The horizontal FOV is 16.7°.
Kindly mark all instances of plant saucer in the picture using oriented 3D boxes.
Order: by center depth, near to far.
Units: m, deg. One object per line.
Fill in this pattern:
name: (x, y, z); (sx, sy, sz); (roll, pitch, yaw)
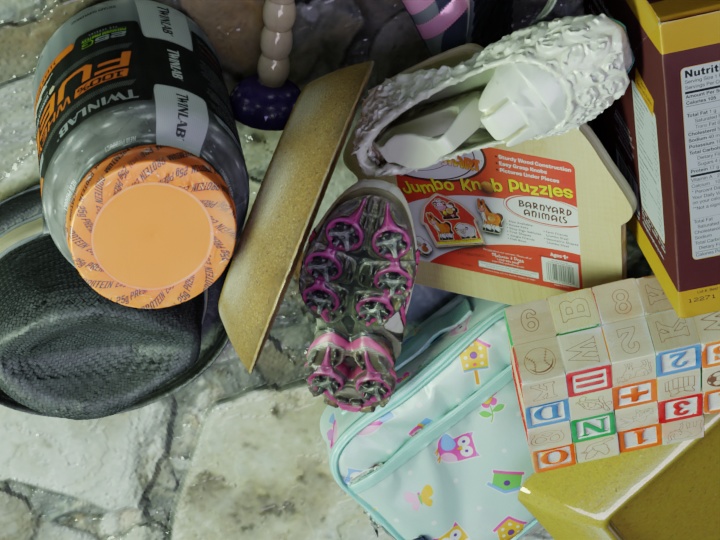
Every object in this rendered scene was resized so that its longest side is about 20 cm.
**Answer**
plant saucer: (-0.044, -0.038, 1.470); (0.035, 0.200, 0.201); (21, 115, -1)
plant saucer: (0.227, 0.142, 1.680); (0.200, 0.048, 0.200); (-41, 138, 0)

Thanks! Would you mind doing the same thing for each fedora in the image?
fedora: (-0.172, 0.037, 1.574); (0.199, 0.092, 0.202); (-5, 121, -8)

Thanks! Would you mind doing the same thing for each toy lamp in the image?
toy lamp: (-0.045, -0.186, 1.493); (0.058, 0.058, 0.201); (3, 122, -12)

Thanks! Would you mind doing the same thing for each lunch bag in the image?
lunch bag: (0.076, 0.104, 1.667); (0.200, 0.077, 0.160); (-40, 119, 12)

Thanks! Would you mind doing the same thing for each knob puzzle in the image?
knob puzzle: (0.083, -0.064, 1.547); (0.218, 0.031, 0.221); (18, 137, 17)

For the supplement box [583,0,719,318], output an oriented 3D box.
supplement box: (0.224, -0.117, 1.497); (0.132, 0.198, 0.201); (-11, 122, -5)

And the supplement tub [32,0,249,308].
supplement tub: (-0.131, -0.069, 1.458); (0.121, 0.200, 0.123); (-5, 120, -8)

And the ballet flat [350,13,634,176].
ballet flat: (0.074, -0.093, 1.453); (0.199, 0.072, 0.072); (-17, 129, 41)

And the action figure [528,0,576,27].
action figure: (0.105, -0.232, 1.387); (0.118, 0.102, 0.201); (-29, 115, -23)

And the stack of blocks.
stack of blocks: (0.196, 0.056, 1.553); (0.198, 0.059, 0.115); (-13, 146, 1)

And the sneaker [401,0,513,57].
sneaker: (0.043, -0.187, 1.513); (0.081, 0.070, 0.201); (12, 136, 25)

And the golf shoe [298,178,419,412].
golf shoe: (0.000, 0.000, 1.560); (0.072, 0.093, 0.201); (11, 143, 2)
